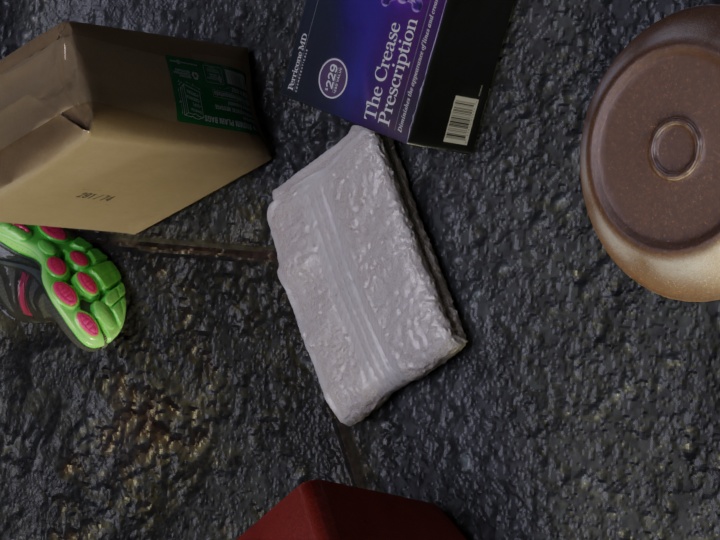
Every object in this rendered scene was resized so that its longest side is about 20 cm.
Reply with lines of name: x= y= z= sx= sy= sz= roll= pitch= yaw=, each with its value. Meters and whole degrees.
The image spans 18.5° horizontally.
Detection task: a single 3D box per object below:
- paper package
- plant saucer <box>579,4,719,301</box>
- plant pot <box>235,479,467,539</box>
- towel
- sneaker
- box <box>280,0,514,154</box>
paper package: x=-0.206 y=-0.109 z=1.748 sx=0.190 sy=0.200 sz=0.104 roll=-24 pitch=70 yaw=39
plant saucer: x=0.219 y=-0.080 z=1.471 sx=0.200 sy=0.037 sz=0.201 roll=-4 pitch=84 yaw=41
plant pot: x=-0.008 y=0.263 z=1.556 sx=0.200 sy=0.200 sz=0.177 roll=-43 pitch=50 yaw=31
towel: x=0.000 y=0.000 z=1.665 sx=0.132 sy=0.034 sz=0.200 roll=-37 pitch=64 yaw=35
sneaker: x=-0.266 y=0.013 z=1.892 sx=0.200 sy=0.077 sz=0.084 roll=42 pitch=131 yaw=39
box: x=0.036 y=-0.202 z=1.620 sx=0.141 sy=0.079 sz=0.200 roll=24 pitch=103 yaw=43
